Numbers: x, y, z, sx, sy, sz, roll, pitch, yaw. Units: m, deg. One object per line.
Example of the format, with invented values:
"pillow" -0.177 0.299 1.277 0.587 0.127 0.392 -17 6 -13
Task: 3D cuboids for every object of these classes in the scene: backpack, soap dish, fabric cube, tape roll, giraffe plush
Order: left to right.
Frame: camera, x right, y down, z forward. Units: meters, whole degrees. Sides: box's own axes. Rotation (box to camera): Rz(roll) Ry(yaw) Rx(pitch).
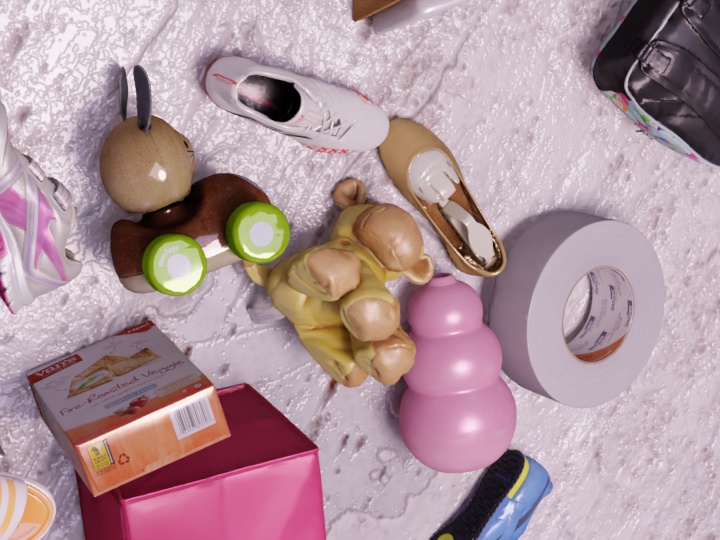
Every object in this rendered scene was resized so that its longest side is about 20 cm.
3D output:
"fabric cube" -0.154 0.250 1.567 0.198 0.196 0.201 -12 110 -21
"giraffe plush" 0.000 0.000 1.594 0.162 0.199 0.173 -44 125 -27
"soap dish" 0.097 -0.297 1.552 0.199 0.157 0.082 -23 97 -17
"tape roll" 0.231 0.041 1.738 0.199 0.066 0.202 -9 106 -34
"backpack" 0.350 -0.208 1.693 0.199 0.151 0.178 34 92 -22

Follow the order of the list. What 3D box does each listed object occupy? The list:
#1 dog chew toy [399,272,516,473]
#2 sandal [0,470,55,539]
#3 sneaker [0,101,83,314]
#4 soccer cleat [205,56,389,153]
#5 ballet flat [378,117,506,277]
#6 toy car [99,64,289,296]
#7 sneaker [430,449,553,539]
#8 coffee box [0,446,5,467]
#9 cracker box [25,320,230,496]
"dog chew toy" 0.094 0.103 1.688 0.124 0.124 0.202 -13 102 -21
"sandal" -0.365 0.211 1.443 0.205 0.059 0.080 19 95 -28
"sneaker" -0.304 -0.065 1.475 0.088 0.081 0.202 -19 121 -20
"soccer cleat" -0.053 -0.152 1.557 0.199 0.085 0.069 18 97 -28
"ballet flat" 0.091 -0.073 1.661 0.069 0.063 0.200 -43 118 -8
"toy car" -0.172 -0.092 1.489 0.157 0.164 0.202 -22 101 -18
"sneaker" 0.137 0.292 1.792 0.200 0.066 0.078 -50 123 -4
"coffee box" -0.412 0.242 1.509 0.114 0.080 0.202 12 99 -27
"cracker box" -0.216 0.121 1.497 0.133 0.200 0.058 -23 113 -17
